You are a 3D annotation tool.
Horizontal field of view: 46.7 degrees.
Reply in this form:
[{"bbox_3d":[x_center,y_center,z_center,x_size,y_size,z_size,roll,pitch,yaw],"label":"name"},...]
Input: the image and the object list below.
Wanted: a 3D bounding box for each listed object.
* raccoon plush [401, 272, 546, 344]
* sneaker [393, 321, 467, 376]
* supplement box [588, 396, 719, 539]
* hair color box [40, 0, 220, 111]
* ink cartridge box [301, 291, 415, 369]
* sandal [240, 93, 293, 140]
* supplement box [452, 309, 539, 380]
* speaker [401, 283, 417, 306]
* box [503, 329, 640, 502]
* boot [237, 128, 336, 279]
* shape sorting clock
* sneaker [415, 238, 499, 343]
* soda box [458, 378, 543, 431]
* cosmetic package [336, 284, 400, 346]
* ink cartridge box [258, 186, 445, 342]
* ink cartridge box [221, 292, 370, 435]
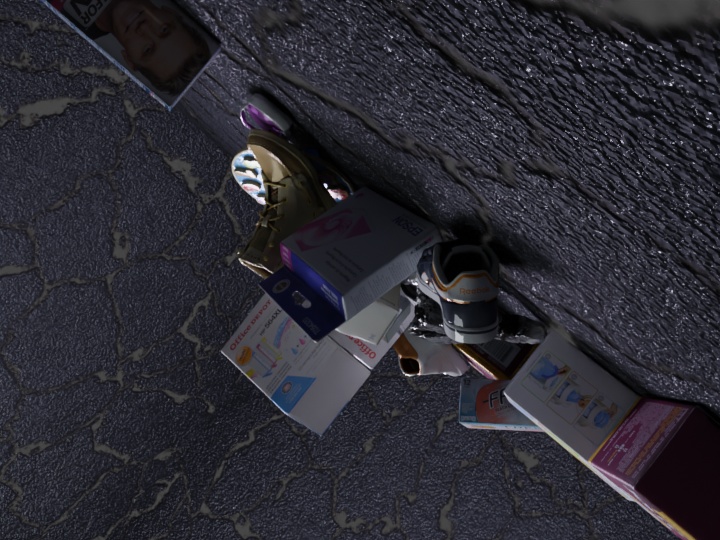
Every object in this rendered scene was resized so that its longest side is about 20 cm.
[{"bbox_3d":[0.142,0.024,1.092,0.198,0.135,0.097,8,162,-2],"label":"raccoon plush"},{"bbox_3d":[0.101,0.127,1.268,0.073,0.085,0.200,53,-176,33],"label":"sneaker"},{"bbox_3d":[0.334,0.212,0.858,0.131,0.103,0.200,40,177,7],"label":"supplement box"},{"bbox_3d":[-0.274,-0.296,0.992,0.200,0.100,0.060,40,176,-15],"label":"hair color box"},{"bbox_3d":[0.021,0.037,1.360,0.145,0.200,0.084,41,177,-34],"label":"ink cartridge box"},{"bbox_3d":[-0.138,-0.205,1.160,0.082,0.050,0.203,40,178,-5],"label":"sandal"},{"bbox_3d":[0.224,0.131,1.300,0.110,0.086,0.200,38,177,25],"label":"supplement box"},{"bbox_3d":[0.115,0.032,1.254,0.081,0.081,0.200,39,178,20],"label":"speaker"},{"bbox_3d":[0.289,0.182,1.038,0.200,0.102,0.113,39,178,20],"label":"box"},{"bbox_3d":[-0.121,-0.081,1.145,0.072,0.156,0.200,19,159,36],"label":"boot"},{"bbox_3d":[-0.100,-0.127,1.259,0.198,0.040,0.200,11,154,5],"label":"shape sorting clock"},{"bbox_3d":[0.106,-0.001,0.892,0.200,0.078,0.080,-111,17,-67],"label":"sneaker"},{"bbox_3d":[0.238,0.188,1.153,0.198,0.064,0.068,-1,163,18],"label":"soda box"},{"bbox_3d":[0.000,0.000,1.164,0.105,0.071,0.201,23,-145,-13],"label":"cosmetic package"},{"bbox_3d":[-0.023,-0.017,1.057,0.196,0.199,0.044,36,156,55],"label":"ink cartridge box"},{"bbox_3d":[-0.111,0.138,1.319,0.200,0.129,0.125,35,174,35],"label":"ink cartridge box"}]
